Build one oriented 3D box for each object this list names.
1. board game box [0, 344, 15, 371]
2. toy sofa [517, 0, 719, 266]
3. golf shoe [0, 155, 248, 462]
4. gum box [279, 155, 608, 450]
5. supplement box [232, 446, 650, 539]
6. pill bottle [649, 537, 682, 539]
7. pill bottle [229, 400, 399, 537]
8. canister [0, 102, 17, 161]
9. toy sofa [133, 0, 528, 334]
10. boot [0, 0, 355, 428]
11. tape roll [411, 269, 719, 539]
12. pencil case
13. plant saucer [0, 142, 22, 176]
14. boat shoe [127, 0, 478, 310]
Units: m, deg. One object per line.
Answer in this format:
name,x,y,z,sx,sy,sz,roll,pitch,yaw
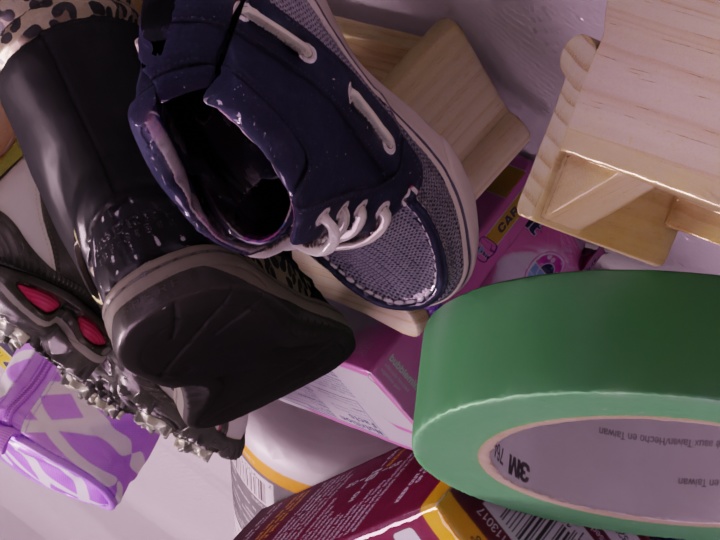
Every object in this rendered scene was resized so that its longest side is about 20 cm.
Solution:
board game box,-0.170,-0.030,1.466,0.200,0.057,0.166,47,-157,-34
toy sofa,0.155,-0.027,0.919,0.200,0.098,0.083,23,-176,42
golf shoe,-0.089,0.016,1.184,0.077,0.088,0.200,21,167,32
gum box,0.000,0.000,1.241,0.200,0.114,0.066,18,155,50
supplement box,0.024,0.142,1.261,0.111,0.086,0.200,52,138,-10
pill bottle,0.145,0.183,1.290,0.119,0.200,0.120,34,164,11
pill bottle,-0.006,0.107,1.423,0.116,0.116,0.200,30,148,22
canister,-0.170,-0.114,1.125,0.148,0.200,0.086,43,164,-22
toy sofa,-0.028,-0.054,1.173,0.200,0.083,0.098,18,149,48
boot,-0.073,-0.028,1.084,0.154,0.073,0.204,63,-175,15
tape roll,0.120,0.055,1.096,0.199,0.048,0.201,6,160,2
pencil case,-0.108,0.012,1.372,0.084,0.201,0.086,15,161,27
plant saucer,-0.190,-0.131,1.230,0.031,0.200,0.200,-32,117,30
boat shoe,-0.021,-0.028,0.992,0.074,0.093,0.200,-15,136,25
